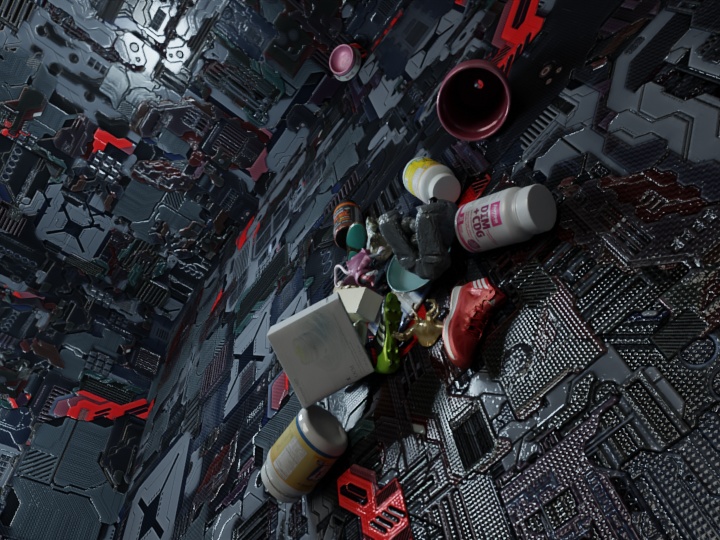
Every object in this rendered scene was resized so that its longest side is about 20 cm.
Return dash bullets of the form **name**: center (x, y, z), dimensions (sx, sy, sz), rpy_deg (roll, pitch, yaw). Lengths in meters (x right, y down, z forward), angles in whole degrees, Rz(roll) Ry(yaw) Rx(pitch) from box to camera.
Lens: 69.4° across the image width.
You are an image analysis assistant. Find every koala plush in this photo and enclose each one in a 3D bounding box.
- **koala plush**: center (0.178, -0.100, 1.250), dimensions (0.175, 0.186, 0.200), rpy_deg (-5, 28, 44)

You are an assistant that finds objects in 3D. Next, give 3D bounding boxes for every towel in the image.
- **towel**: center (0.099, 0.097, 1.363), dimensions (0.202, 0.024, 0.147), rpy_deg (-56, 26, 5)

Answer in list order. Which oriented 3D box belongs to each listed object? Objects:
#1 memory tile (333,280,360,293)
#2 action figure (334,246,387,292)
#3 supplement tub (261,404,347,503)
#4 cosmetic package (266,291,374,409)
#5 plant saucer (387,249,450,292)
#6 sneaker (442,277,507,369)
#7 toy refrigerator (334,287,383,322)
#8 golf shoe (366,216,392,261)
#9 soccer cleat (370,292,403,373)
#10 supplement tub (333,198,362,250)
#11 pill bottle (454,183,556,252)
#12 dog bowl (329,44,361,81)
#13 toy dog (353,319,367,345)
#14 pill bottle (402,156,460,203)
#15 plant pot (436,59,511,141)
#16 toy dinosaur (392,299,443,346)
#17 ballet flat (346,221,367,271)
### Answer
- **memory tile**: center (-0.040, 0.082, 1.643), dimensions (0.199, 0.017, 0.156), rpy_deg (-24, 41, 51)
- **action figure**: center (0.000, 0.000, 1.467), dimensions (0.200, 0.146, 0.137), rpy_deg (-119, 24, -76)
- **supplement tub**: center (-0.139, 0.448, 1.270), dimensions (0.201, 0.143, 0.145), rpy_deg (-52, 26, 13)
- **cosmetic package**: center (-0.098, 0.193, 1.286), dimensions (0.197, 0.202, 0.123), rpy_deg (-27, 6, -1)
- **plant saucer**: center (0.157, -0.019, 1.338), dimensions (0.198, 0.036, 0.202), rpy_deg (-31, 35, 25)
- **sneaker**: center (0.234, 0.094, 1.056), dimensions (0.115, 0.078, 0.203), rpy_deg (-35, 35, 43)
- **toy refrigerator**: center (-0.016, 0.100, 1.479), dimensions (0.199, 0.069, 0.077), rpy_deg (-11, 53, 63)
- **golf shoe**: center (0.052, -0.076, 1.614), dimensions (0.202, 0.077, 0.099), rpy_deg (-97, 20, -52)
- **soccer cleat**: center (0.061, 0.154, 1.287), dimensions (0.080, 0.067, 0.204), rpy_deg (-21, 58, 45)
- **supplement tub**: center (-0.043, -0.168, 1.821), dimensions (0.107, 0.106, 0.202), rpy_deg (-44, 29, 26)
- **pill bottle**: center (0.305, -0.110, 1.105), dimensions (0.199, 0.112, 0.115), rpy_deg (-16, 48, 56)
- **dog bowl**: center (-0.093, -1.192, 2.964), dimensions (0.197, 0.073, 0.205), rpy_deg (-3, 85, 30)
- **toy dog**: center (-0.081, 0.217, 1.467), dimensions (0.199, 0.137, 0.198), rpy_deg (-6, 92, 57)
- **pill bottle**: center (0.200, -0.245, 1.450), dimensions (0.114, 0.112, 0.200), rpy_deg (-53, 25, 9)
- **plant pot**: center (0.318, -0.485, 1.433), dimensions (0.199, 0.200, 0.180), rpy_deg (-39, 15, 35)
- **toy dinosaur**: center (0.165, 0.123, 1.198), dimensions (0.198, 0.058, 0.103), rpy_deg (-12, 67, 42)
- **ballet flat**: center (-0.010, -0.075, 1.588), dimensions (0.069, 0.067, 0.203), rpy_deg (-60, -16, -51)
